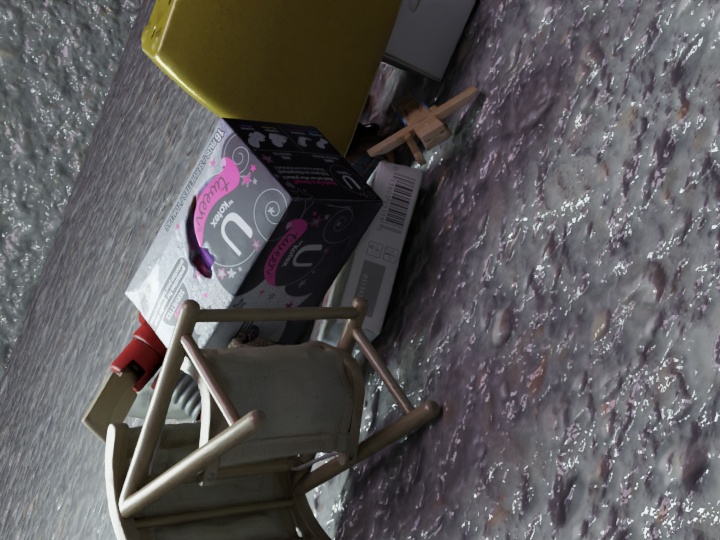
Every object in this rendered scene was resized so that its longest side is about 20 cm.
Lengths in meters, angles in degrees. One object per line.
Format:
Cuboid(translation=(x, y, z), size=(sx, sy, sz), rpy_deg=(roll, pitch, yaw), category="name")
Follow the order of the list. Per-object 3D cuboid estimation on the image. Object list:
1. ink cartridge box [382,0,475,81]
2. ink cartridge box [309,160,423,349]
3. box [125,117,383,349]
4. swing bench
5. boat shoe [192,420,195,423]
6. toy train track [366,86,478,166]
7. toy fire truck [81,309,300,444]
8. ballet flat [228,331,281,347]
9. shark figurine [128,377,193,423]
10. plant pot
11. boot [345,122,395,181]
Cuboid(translation=(0.046, -0.285, 1.386), size=(0.145, 0.083, 0.200), rpy_deg=(-66, 20, 7), category="ink cartridge box")
Cuboid(translation=(0.000, 0.000, 1.305), size=(0.200, 0.050, 0.162), rpy_deg=(123, 163, -73), category="ink cartridge box")
Cuboid(translation=(-0.096, -0.019, 1.201), size=(0.115, 0.132, 0.201), rpy_deg=(46, 118, 28), category="box")
Cuboid(translation=(-0.082, 0.135, 1.086), size=(0.201, 0.198, 0.130), rpy_deg=(-55, 54, 29), category="swing bench")
Cuboid(translation=(-0.146, 0.142, 1.443), size=(0.073, 0.068, 0.201), rpy_deg=(22, 83, 27), category="boat shoe")
Cuboid(translation=(0.058, -0.135, 1.269), size=(0.114, 0.033, 0.200), rpy_deg=(-31, 17, 2), category="toy train track")
Cuboid(translation=(-0.170, 0.113, 1.314), size=(0.200, 0.176, 0.129), rpy_deg=(-49, -5, -21), category="toy fire truck")
Cuboid(translation=(-0.078, 0.094, 1.227), size=(0.067, 0.046, 0.200), rpy_deg=(-48, -22, 1), category="ballet flat")
Cuboid(translation=(-0.193, 0.159, 1.594), size=(0.213, 0.127, 0.090), rpy_deg=(-19, 76, 42), category="shark figurine")
Cuboid(translation=(-0.099, -0.233, 1.306), size=(0.197, 0.198, 0.194), rpy_deg=(-68, 20, 8), category="plant pot")
Cuboid(translation=(-0.014, -0.128, 1.382), size=(0.200, 0.074, 0.098), rpy_deg=(149, 131, -64), category="boot")
